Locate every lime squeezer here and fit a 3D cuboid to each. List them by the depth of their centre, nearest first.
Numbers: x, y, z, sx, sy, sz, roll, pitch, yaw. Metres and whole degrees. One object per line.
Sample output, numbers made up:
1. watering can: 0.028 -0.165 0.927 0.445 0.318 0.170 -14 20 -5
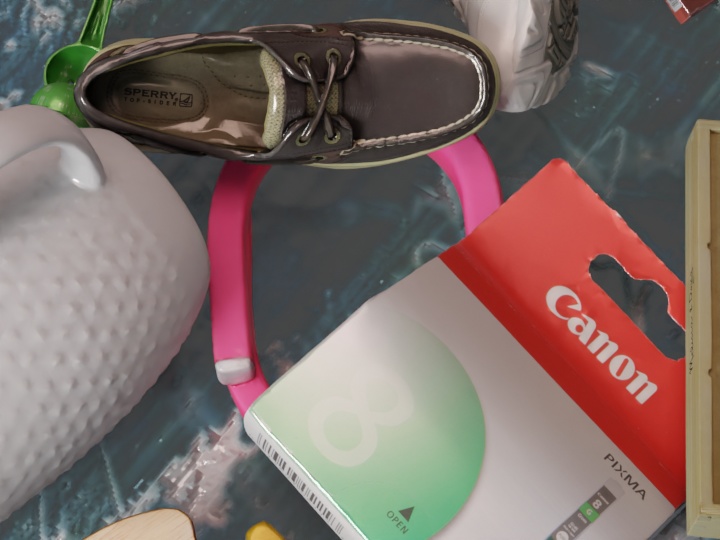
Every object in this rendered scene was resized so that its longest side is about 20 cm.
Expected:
1. lime squeezer: -0.138 -0.097 1.126 0.038 0.071 0.200 28 34 -9

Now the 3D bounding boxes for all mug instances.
1. mug: -0.161 0.006 1.008 0.175 0.200 0.148 -38 65 -22

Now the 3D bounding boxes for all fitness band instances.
1. fitness band: 0.000 0.000 1.080 0.143 0.037 0.200 -7 61 4

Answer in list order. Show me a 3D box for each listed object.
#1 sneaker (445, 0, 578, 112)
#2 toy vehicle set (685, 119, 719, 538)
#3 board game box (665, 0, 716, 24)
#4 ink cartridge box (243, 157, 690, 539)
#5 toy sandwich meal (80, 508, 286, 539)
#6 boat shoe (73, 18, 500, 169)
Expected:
1. sneaker: 0.058 -0.156 1.146 0.099 0.078 0.200 -6 51 13
2. toy vehicle set: 0.209 0.028 1.023 0.124 0.027 0.200 6 61 -3
3. board game box: 0.215 -0.221 1.158 0.200 0.019 0.103 -34 90 -11
4. ink cartridge box: 0.074 0.060 1.004 0.200 0.050 0.161 -41 82 -13
5. toy sandwich meal: -0.066 0.193 0.962 0.205 0.070 0.205 -4 60 6
6. boat shoe: -0.035 -0.078 1.057 0.200 0.065 0.073 -4 99 5
